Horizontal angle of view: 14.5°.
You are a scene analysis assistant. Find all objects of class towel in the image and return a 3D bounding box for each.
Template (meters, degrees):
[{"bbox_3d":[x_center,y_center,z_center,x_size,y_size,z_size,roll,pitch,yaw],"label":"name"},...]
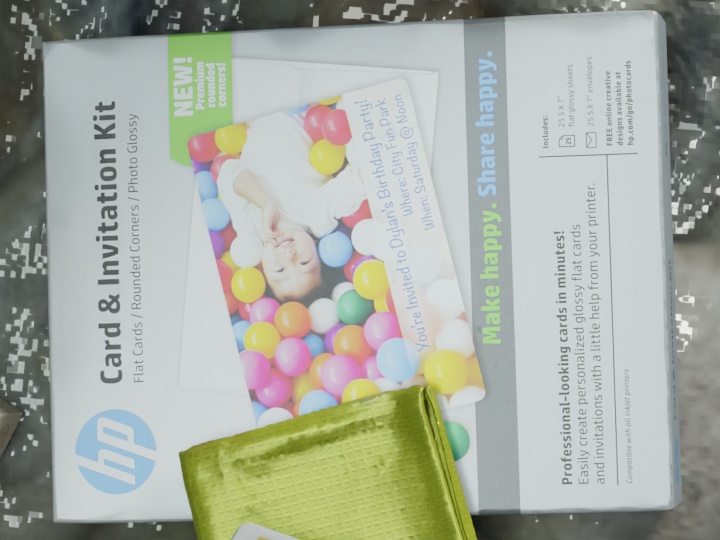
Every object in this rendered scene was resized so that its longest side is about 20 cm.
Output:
[{"bbox_3d":[0.007,0.141,0.861,0.085,0.018,0.201,-15,82,4],"label":"towel"}]

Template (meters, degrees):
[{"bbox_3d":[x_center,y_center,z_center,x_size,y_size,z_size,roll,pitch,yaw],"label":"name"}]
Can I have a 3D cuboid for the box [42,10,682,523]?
[{"bbox_3d":[0.000,0.000,0.904,0.198,0.041,0.157,-1,88,11],"label":"box"}]

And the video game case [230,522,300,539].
[{"bbox_3d":[0.020,0.168,0.778,0.199,0.182,0.023,18,135,14],"label":"video game case"}]

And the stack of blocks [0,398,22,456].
[{"bbox_3d":[-0.187,0.121,0.923,0.115,0.059,0.201,28,93,9],"label":"stack of blocks"}]
